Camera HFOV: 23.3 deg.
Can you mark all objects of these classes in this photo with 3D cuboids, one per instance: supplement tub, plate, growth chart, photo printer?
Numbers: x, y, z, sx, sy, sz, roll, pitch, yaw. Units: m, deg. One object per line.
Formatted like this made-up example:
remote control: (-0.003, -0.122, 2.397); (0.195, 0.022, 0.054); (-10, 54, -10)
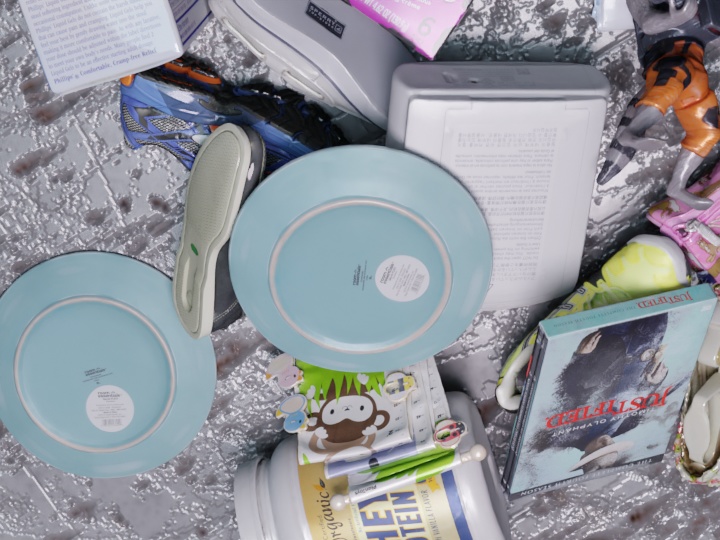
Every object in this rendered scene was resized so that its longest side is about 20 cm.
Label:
supplement tub: (0.010, 0.189, 1.399); (0.198, 0.145, 0.146); (-16, 106, 8)
plate: (0.000, 0.000, 1.299); (0.198, 0.026, 0.202); (1, 122, 1)
growth chart: (0.003, 0.098, 1.365); (0.144, 0.201, 0.018); (-24, 139, 3)
photo printer: (0.097, -0.059, 1.330); (0.165, 0.070, 0.202); (-1, 123, -8)
plate: (-0.218, 0.084, 1.444); (0.198, 0.026, 0.202); (1, 106, 3)

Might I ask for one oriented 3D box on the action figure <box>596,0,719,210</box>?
action figure: (0.211, -0.165, 1.254); (0.104, 0.195, 0.199); (-10, 153, 42)

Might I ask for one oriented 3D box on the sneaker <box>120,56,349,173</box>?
sneaker: (-0.098, -0.105, 1.362); (0.198, 0.075, 0.079); (22, 121, 2)

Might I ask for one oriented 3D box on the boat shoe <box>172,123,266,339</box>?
boat shoe: (-0.098, -0.035, 1.351); (0.067, 0.072, 0.201); (-11, 137, -27)

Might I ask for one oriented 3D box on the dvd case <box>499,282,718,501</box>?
dvd case: (0.189, 0.097, 1.348); (0.145, 0.022, 0.201); (-12, 140, -18)

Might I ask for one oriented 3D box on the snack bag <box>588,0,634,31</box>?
snack bag: (0.270, -0.276, 1.303); (0.198, 0.021, 0.190); (-1, 108, 4)

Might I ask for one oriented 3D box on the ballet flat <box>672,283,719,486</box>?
ballet flat: (0.288, 0.083, 1.382); (0.075, 0.064, 0.202); (17, 113, 39)

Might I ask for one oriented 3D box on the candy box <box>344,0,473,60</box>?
candy box: (0.055, -0.277, 1.289); (0.136, 0.061, 0.201); (33, 103, -4)

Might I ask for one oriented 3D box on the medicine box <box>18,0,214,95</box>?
medicine box: (-0.190, -0.250, 1.256); (0.102, 0.182, 0.202); (-16, 105, 8)

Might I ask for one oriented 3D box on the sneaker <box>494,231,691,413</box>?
sneaker: (0.180, 0.051, 1.348); (0.075, 0.076, 0.200); (45, 125, 9)

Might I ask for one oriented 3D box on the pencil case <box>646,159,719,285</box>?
pencil case: (0.315, -0.079, 1.325); (0.200, 0.087, 0.083); (-42, 117, 12)

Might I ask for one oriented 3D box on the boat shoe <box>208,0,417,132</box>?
boat shoe: (-0.030, -0.162, 1.334); (0.199, 0.072, 0.066); (32, 146, -25)
